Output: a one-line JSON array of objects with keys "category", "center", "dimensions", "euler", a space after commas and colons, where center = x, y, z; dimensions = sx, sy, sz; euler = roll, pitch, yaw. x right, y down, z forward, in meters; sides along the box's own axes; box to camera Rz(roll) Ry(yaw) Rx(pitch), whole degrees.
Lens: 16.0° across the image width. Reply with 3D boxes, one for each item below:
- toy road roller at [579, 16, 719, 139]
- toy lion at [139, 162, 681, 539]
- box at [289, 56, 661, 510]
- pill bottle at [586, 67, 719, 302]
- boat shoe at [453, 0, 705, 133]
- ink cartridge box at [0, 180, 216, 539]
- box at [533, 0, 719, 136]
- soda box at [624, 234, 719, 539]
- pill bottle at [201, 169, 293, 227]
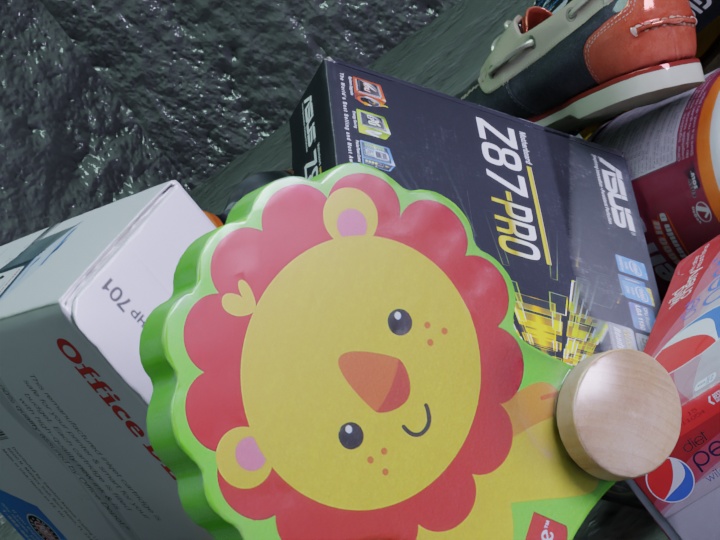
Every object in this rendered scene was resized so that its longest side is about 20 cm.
[{"category": "toy road roller", "center": [0.178, -0.069, 1.379], "dimensions": [0.146, 0.123, 0.200], "euler": [-55, 10, -6]}, {"category": "toy lion", "center": [0.006, 0.072, 0.901], "dimensions": [0.069, 0.191, 0.201], "euler": [-19, 50, 65]}, {"category": "box", "center": [0.053, 0.004, 1.124], "dimensions": [0.049, 0.160, 0.201], "euler": [-58, 24, 35]}, {"category": "pill bottle", "center": [0.166, -0.034, 1.245], "dimensions": [0.110, 0.110, 0.200], "euler": [-43, 9, -28]}, {"category": "boat shoe", "center": [0.096, -0.099, 1.233], "dimensions": [0.071, 0.063, 0.200], "euler": [-15, -2, -27]}, {"category": "ink cartridge box", "center": [-0.108, 0.056, 1.134], "dimensions": [0.200, 0.147, 0.086], "euler": [-17, 27, 54]}, {"category": "box", "center": [0.147, -0.156, 1.320], "dimensions": [0.200, 0.046, 0.159], "euler": [-42, 15, 51]}, {"category": "soda box", "center": [0.159, 0.039, 1.046], "dimensions": [0.070, 0.064, 0.200], "euler": [-35, 10, 25]}, {"category": "pill bottle", "center": [0.000, 0.000, 1.248], "dimensions": [0.199, 0.107, 0.106], "euler": [-5, -3, -19]}]
